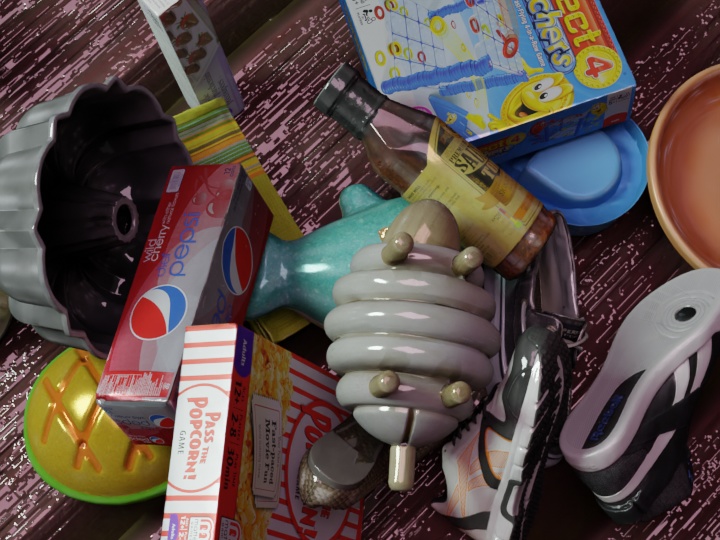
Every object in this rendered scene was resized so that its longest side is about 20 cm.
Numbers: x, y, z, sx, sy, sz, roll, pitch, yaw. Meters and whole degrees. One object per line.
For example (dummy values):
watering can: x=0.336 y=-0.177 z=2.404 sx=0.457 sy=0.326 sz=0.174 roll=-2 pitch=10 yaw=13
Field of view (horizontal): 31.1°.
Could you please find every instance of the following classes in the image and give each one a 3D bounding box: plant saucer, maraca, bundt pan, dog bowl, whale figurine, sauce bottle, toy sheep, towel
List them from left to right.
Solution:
bundt pan: x=-0.200 y=-0.036 z=0.942 sx=0.075 sy=0.202 sz=0.205 roll=0 pitch=67 yaw=25
maraca: x=-0.160 y=0.108 z=0.986 sx=0.197 sy=0.107 sz=0.139 roll=-6 pitch=68 yaw=1
towel: x=-0.095 y=-0.042 z=1.045 sx=0.086 sy=0.018 sz=0.202 roll=-30 pitch=86 yaw=-30
whale figurine: x=0.000 y=0.000 z=1.003 sx=0.197 sy=0.104 sz=0.162 roll=5 pitch=68 yaw=-11
toy sheep: x=0.035 y=0.049 z=0.892 sx=0.136 sy=0.138 sz=0.203 roll=9 pitch=77 yaw=7
sauce bottle: x=0.054 y=-0.076 z=0.961 sx=0.199 sy=0.066 sz=0.066 roll=38 pitch=74 yaw=-5
dog bowl: x=0.147 y=-0.106 z=1.080 sx=0.199 sy=0.050 sz=0.112 roll=37 pitch=76 yaw=15
plant saucer: x=0.322 y=-0.070 z=1.044 sx=0.197 sy=0.038 sz=0.203 roll=2 pitch=73 yaw=-8

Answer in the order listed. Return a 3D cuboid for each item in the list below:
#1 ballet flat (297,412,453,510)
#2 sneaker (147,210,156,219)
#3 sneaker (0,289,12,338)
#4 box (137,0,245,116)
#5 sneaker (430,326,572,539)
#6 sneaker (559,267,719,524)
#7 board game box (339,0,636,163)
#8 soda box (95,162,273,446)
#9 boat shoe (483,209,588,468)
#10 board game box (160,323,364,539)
ballet flat: x=0.013 y=0.129 z=0.949 sx=0.067 sy=0.199 sz=0.047 roll=36 pitch=118 yaw=16
sneaker: x=-0.188 y=-0.048 z=1.082 sx=0.199 sy=0.073 sz=0.085 roll=41 pitch=111 yaw=8
sneaker: x=-0.294 y=-0.005 z=1.010 sx=0.198 sy=0.115 sz=0.081 roll=-38 pitch=78 yaw=10
box: x=-0.136 y=-0.178 z=1.044 sx=0.039 sy=0.200 sz=0.042 roll=-38 pitch=71 yaw=-8
sneaker: x=0.096 y=0.122 z=0.930 sx=0.079 sy=0.202 sz=0.074 roll=26 pitch=36 yaw=22
sneaker: x=0.230 y=0.101 z=0.976 sx=0.200 sy=0.112 sz=0.073 roll=-47 pitch=33 yaw=-22
board game box: x=0.098 y=-0.189 z=1.058 sx=0.193 sy=0.056 sz=0.202 roll=-19 pitch=68 yaw=-2
soda box: x=-0.124 y=0.023 z=0.934 sx=0.062 sy=0.070 sz=0.202 roll=0 pitch=56 yaw=22
boat shoe: x=0.138 y=0.047 z=0.994 sx=0.071 sy=0.070 sz=0.203 roll=8 pitch=68 yaw=-41
board game box: x=-0.060 y=0.139 z=0.915 sx=0.046 sy=0.200 sz=0.154 roll=-5 pitch=70 yaw=27
